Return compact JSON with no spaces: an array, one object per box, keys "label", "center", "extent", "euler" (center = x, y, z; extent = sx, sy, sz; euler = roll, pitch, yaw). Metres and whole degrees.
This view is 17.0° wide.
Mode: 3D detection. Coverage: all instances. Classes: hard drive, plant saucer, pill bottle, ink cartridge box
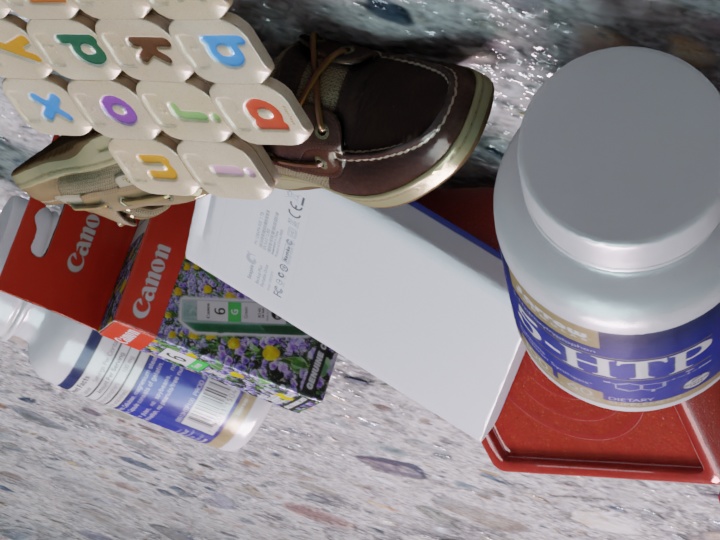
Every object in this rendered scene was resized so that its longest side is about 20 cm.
[{"label":"hard drive","center":[0.000,0.000,1.313],"extent":[0.200,0.025,0.132],"euler":[31,143,11]},{"label":"plant saucer","center":[0.112,0.044,1.313],"extent":[0.199,0.037,0.200],"euler":[0,129,42]},{"label":"pill bottle","center":[0.122,-0.019,1.091],"extent":[0.120,0.120,0.200],"euler":[15,163,13]},{"label":"ink cartridge box","center":[-0.102,-0.003,1.430],"extent":[0.200,0.109,0.050],"euler":[22,163,-13]},{"label":"pill bottle","center":[-0.150,0.029,1.569],"extent":[0.200,0.120,0.120],"euler":[23,163,-14]}]

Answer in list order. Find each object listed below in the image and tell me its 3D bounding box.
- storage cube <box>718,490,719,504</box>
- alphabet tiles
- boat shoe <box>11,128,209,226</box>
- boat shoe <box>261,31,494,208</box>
[{"label":"storage cube","center":[0.278,0.064,1.109],"extent":[0.200,0.180,0.171],"euler":[12,163,17]},{"label":"alphabet tiles","center":[-0.119,-0.110,1.158],"extent":[0.195,0.015,0.200],"euler":[4,139,41]},{"label":"boat shoe","center":[-0.134,-0.053,1.325],"extent":[0.065,0.071,0.200],"euler":[55,158,-12]},{"label":"boat shoe","center":[-0.018,-0.078,1.172],"extent":[0.072,0.072,0.200],"euler":[28,167,-34]}]
